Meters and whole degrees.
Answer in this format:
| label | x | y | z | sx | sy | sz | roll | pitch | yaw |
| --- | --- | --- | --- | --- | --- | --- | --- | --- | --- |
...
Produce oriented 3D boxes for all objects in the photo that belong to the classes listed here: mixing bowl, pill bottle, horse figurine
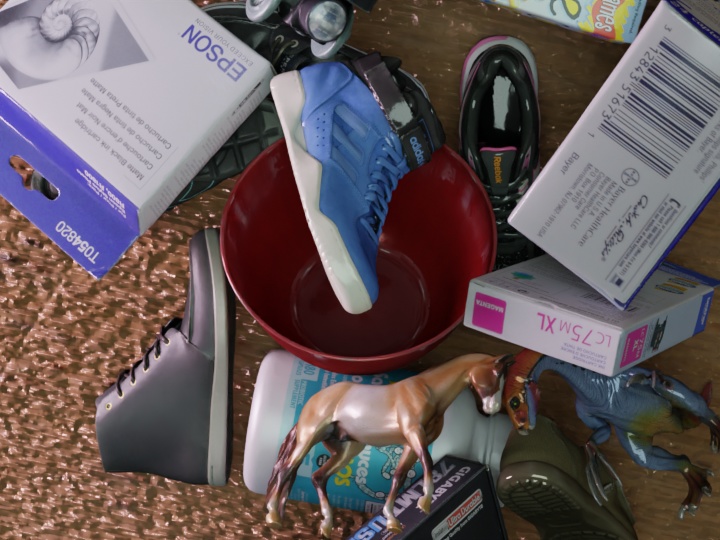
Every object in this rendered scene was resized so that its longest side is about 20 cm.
| label | x | y | z | sx | sy | sz | roll | pitch | yaw |
| --- | --- | --- | --- | --- | --- | --- | --- | --- | --- |
| mixing bowl | 0.000 | 0.000 | 1.343 | 0.198 | 0.109 | 0.202 | -1 | 61 | 1 |
| pill bottle | 0.016 | 0.128 | 1.382 | 0.198 | 0.111 | 0.112 | 9 | 98 | 2 |
| horse figurine | 0.006 | 0.120 | 1.270 | 0.199 | 0.134 | 0.050 | -12 | 140 | 37 |

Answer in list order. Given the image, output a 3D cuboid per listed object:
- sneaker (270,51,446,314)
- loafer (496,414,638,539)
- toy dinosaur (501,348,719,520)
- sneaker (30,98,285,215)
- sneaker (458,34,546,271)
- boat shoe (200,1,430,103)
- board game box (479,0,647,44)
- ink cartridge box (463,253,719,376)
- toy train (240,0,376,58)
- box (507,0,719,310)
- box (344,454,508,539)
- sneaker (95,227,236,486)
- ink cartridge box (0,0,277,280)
| label | x | y | z | sx | sy | sz | roll | pitch | yaw |
| --- | --- | --- | --- | --- | --- | --- | --- | --- | --- |
| sneaker | 0.011 | -0.070 | 1.276 | 0.110 | 0.077 | 0.201 | -17 | 55 | 1 |
| loafer | 0.160 | 0.166 | 1.359 | 0.075 | 0.200 | 0.068 | -5 | 61 | 23 |
| toy dinosaur | 0.180 | 0.103 | 1.314 | 0.181 | 0.200 | 0.106 | 32 | 98 | -8 |
| sneaker | -0.148 | -0.084 | 1.382 | 0.198 | 0.079 | 0.076 | -14 | 74 | 6 |
| sneaker | 0.100 | -0.072 | 1.363 | 0.079 | 0.086 | 0.202 | -6 | 98 | 6 |
| boat shoe | -0.042 | -0.148 | 1.372 | 0.198 | 0.066 | 0.070 | 24 | 98 | 0 |
| board game box | 0.116 | -0.243 | 1.332 | 0.198 | 0.103 | 0.106 | 17 | 98 | 1 |
| ink cartridge box | 0.172 | 0.022 | 1.303 | 0.118 | 0.199 | 0.042 | 19 | 111 | 28 |
| toy train | -0.038 | -0.230 | 1.301 | 0.085 | 0.200 | 0.114 | 26 | 105 | -28 |
| box | 0.210 | -0.094 | 1.277 | 0.105 | 0.200 | 0.185 | 37 | 111 | 4 |
| box | 0.038 | 0.266 | 1.287 | 0.049 | 0.199 | 0.200 | 9 | 123 | 42 |
| sneaker | -0.151 | 0.067 | 1.401 | 0.105 | 0.075 | 0.202 | 2 | 99 | 1 |
| ink cartridge box | -0.196 | -0.129 | 1.341 | 0.199 | 0.041 | 0.200 | 38 | 83 | 18 |
